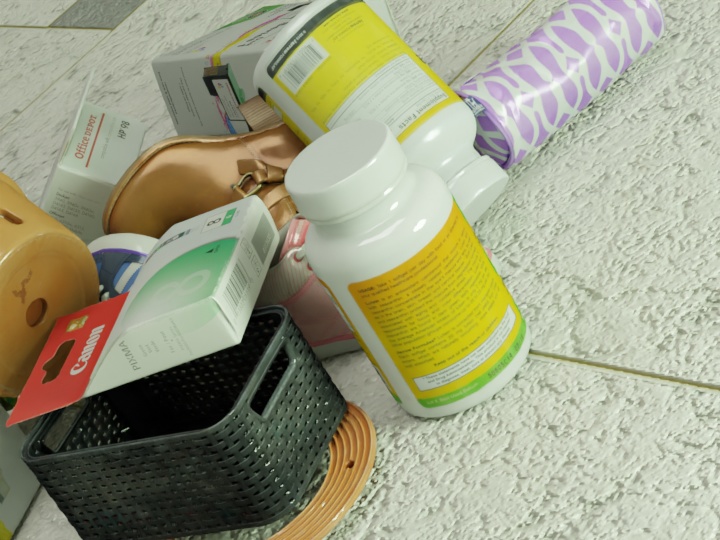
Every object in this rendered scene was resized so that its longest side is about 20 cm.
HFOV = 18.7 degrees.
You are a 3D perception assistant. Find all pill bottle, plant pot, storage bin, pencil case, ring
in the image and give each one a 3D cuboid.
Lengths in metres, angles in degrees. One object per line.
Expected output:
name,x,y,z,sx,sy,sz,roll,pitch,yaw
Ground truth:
pill bottle,0.019,-0.115,1.704,0.112,0.200,0.112,-42,-10,-10
pill bottle,0.030,-0.004,1.528,0.111,0.200,0.111,-24,29,14
plant pot,-0.304,0.018,1.735,0.140,0.200,0.200,18,54,34
storage bin,-0.127,0.114,1.572,0.200,0.094,0.135,-13,33,34
pencil case,0.157,-0.167,1.781,0.200,0.084,0.085,-38,59,-19
ring,-0.075,0.164,1.559,0.200,0.019,0.201,-25,28,15

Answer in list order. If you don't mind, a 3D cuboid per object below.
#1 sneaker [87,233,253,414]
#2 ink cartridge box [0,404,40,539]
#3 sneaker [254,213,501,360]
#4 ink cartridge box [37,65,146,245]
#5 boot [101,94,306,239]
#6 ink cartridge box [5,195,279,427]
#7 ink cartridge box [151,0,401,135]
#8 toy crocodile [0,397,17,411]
sneaker,-0.177,0.054,1.742,0.200,0.081,0.147,9,57,35
ink cartridge box,-0.354,0.205,1.701,0.145,0.083,0.200,-14,33,29
sneaker,0.000,0.000,1.656,0.200,0.105,0.075,-17,30,24
ink cartridge box,-0.245,-0.066,1.928,0.116,0.067,0.200,-84,17,-56
boot,-0.104,-0.046,1.764,0.200,0.077,0.155,-29,48,-3
ink cartridge box,-0.167,0.027,1.607,0.200,0.050,0.161,-18,25,18
ink cartridge box,-0.073,-0.186,1.996,0.145,0.084,0.200,-30,18,-31
toy crocodile,-0.253,0.074,1.846,0.200,0.062,0.068,-34,29,-13
